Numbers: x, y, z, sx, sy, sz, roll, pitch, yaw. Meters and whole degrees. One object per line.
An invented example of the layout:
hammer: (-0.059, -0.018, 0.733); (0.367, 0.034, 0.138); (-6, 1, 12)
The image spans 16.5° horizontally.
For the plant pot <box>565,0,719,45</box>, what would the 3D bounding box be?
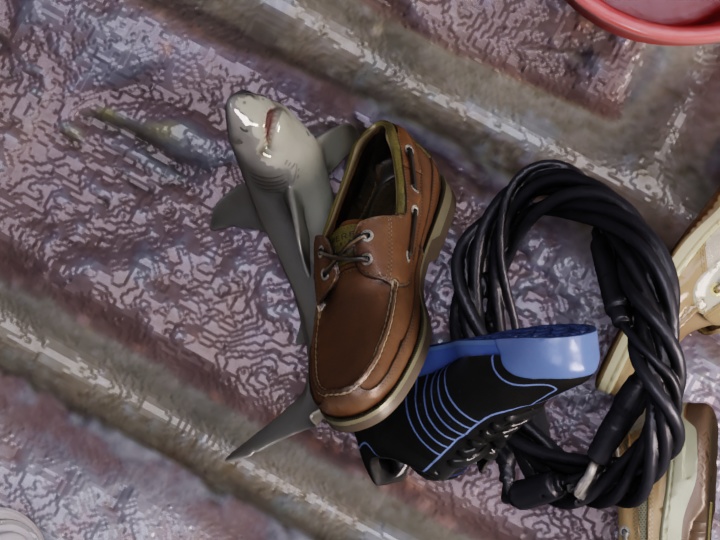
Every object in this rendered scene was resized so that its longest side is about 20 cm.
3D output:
plant pot: (0.176, -0.213, 1.397); (0.200, 0.177, 0.201); (0, 85, 1)

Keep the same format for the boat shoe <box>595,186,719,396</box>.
boat shoe: (0.212, 0.000, 1.432); (0.066, 0.074, 0.200); (37, 88, 7)

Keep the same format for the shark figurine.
shark figurine: (-0.051, -0.007, 1.448); (0.089, 0.128, 0.215); (-2, 104, 25)

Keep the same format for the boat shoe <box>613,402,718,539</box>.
boat shoe: (0.163, 0.175, 1.430); (0.076, 0.072, 0.201); (2, 78, 15)

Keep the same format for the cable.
cable: (0.116, 0.035, 1.398); (0.051, 0.163, 0.201); (0, 83, -37)

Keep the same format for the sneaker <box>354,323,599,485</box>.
sneaker: (0.065, 0.076, 1.383); (0.070, 0.200, 0.078); (-9, 87, -36)

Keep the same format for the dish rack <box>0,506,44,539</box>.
dish rack: (-0.233, 0.240, 1.396); (0.171, 0.044, 0.201); (-10, 82, -29)

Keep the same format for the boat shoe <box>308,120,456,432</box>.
boat shoe: (0.000, 0.000, 1.387); (0.072, 0.200, 0.068); (-15, 129, 24)
